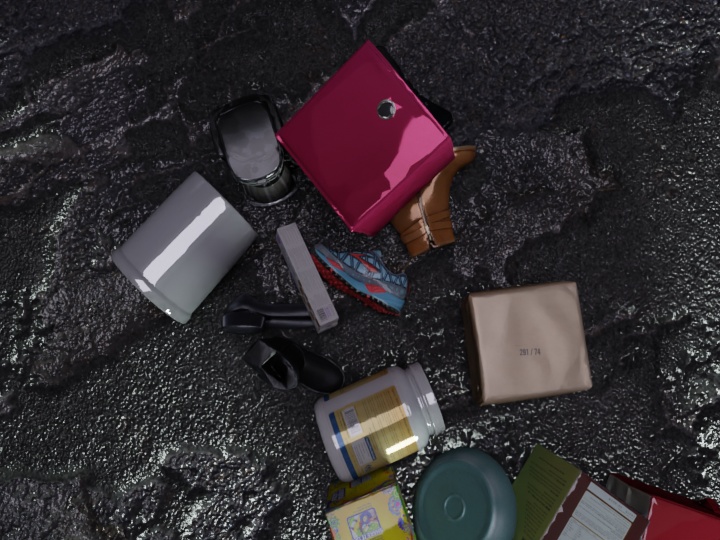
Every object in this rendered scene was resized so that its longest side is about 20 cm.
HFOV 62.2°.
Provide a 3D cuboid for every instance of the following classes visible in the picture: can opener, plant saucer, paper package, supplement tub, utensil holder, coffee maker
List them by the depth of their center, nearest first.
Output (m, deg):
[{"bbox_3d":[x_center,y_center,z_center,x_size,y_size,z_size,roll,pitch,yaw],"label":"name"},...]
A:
[{"bbox_3d":[0.163,0.398,0.999,0.196,0.036,0.206,-19,56,30],"label":"plant saucer"},{"bbox_3d":[0.032,0.254,1.018,0.195,0.145,0.148,-22,85,-3],"label":"supplement tub"},{"bbox_3d":[-0.298,-0.042,1.036,0.169,0.170,0.201,42,82,3],"label":"utensil holder"},{"bbox_3d":[-0.192,-0.221,1.037,0.134,0.200,0.193,-40,86,-5],"label":"coffee maker"},{"bbox_3d":[0.287,0.126,1.057,0.193,0.104,0.197,-7,84,-1],"label":"paper package"},{"bbox_3d":[-0.152,0.085,1.079,0.193,0.064,0.081,1,57,-11],"label":"can opener"}]

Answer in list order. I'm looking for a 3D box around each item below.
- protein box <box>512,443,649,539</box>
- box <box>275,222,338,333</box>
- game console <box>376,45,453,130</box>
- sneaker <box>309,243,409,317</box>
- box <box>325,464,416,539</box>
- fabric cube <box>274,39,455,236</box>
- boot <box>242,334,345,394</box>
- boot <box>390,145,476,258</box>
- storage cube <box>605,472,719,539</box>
[{"bbox_3d":[0.322,0.428,0.976,0.133,0.199,0.203,34,85,0],"label":"protein box"},{"bbox_3d":[-0.097,0.012,1.067,0.040,0.039,0.204,-20,70,-20],"label":"box"},{"bbox_3d":[0.038,-0.275,1.082,0.200,0.117,0.176,-45,52,-4],"label":"game console"},{"bbox_3d":[0.000,0.000,1.091,0.197,0.079,0.097,32,68,-3],"label":"sneaker"},{"bbox_3d":[0.031,0.439,0.971,0.119,0.200,0.198,-20,84,-3],"label":"box"},{"bbox_3d":[0.016,-0.199,0.958,0.198,0.200,0.198,-41,84,9],"label":"fabric cube"},{"bbox_3d":[-0.103,0.164,0.997,0.161,0.200,0.067,26,84,2],"label":"boot"},{"bbox_3d":[0.144,-0.127,1.092,0.195,0.077,0.159,-24,83,-1],"label":"boot"},{"bbox_3d":[0.508,0.464,0.992,0.175,0.171,0.206,17,85,2],"label":"storage cube"}]
